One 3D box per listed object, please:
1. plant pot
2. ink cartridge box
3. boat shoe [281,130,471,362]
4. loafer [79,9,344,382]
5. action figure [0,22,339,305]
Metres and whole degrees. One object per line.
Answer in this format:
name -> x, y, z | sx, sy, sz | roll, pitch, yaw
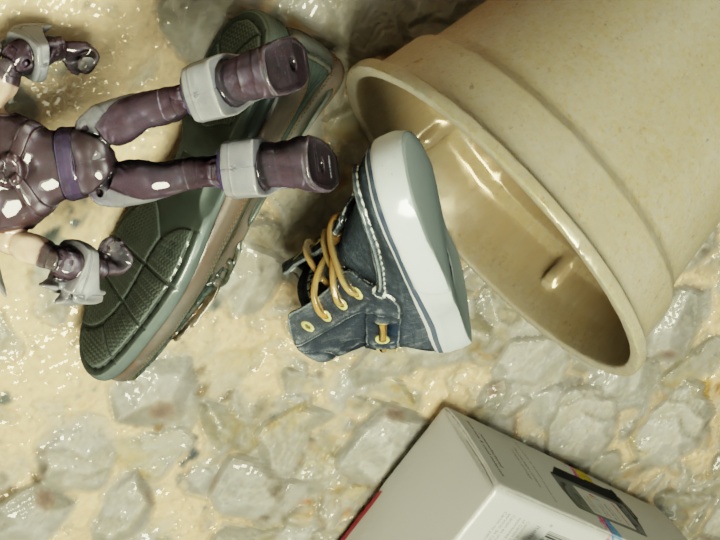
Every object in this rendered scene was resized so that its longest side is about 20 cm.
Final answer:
plant pot -> 0.125, -0.085, 0.870 | 0.183, 0.200, 0.201 | -44, 128, -9
ink cartridge box -> 0.092, 0.189, 1.064 | 0.199, 0.086, 0.148 | 27, 107, -36
boat shoe -> 0.000, 0.000, 0.869 | 0.090, 0.071, 0.200 | -10, 157, 6
loafer -> -0.070, -0.027, 0.874 | 0.063, 0.072, 0.201 | 17, 108, -38
action figure -> -0.115, -0.051, 0.806 | 0.198, 0.069, 0.131 | -8, 102, 15
